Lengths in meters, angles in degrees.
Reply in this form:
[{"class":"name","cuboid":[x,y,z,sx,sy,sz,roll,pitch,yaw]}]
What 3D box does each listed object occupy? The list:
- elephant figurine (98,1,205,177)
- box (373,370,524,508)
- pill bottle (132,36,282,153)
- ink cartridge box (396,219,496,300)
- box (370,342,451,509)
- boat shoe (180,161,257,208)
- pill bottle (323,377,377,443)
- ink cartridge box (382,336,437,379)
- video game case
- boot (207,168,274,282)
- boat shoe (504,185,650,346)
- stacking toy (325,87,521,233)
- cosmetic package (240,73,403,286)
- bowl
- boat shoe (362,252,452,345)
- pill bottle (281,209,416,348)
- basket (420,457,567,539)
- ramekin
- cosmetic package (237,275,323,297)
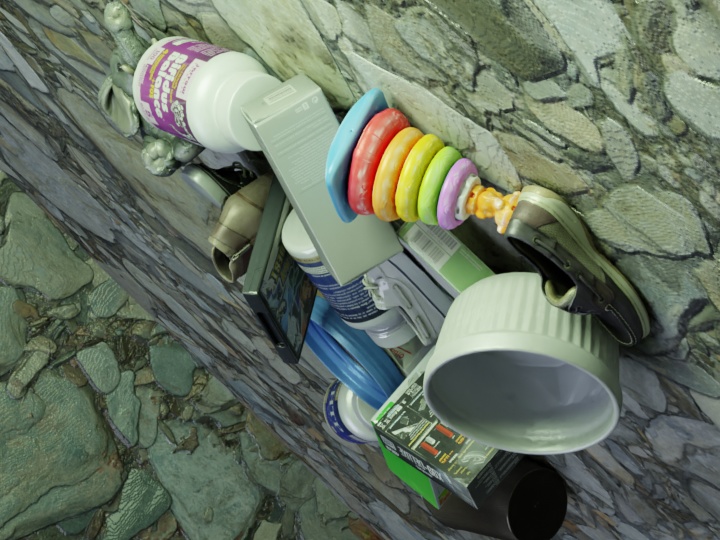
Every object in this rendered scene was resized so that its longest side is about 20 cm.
[{"class":"elephant figurine","cuboid":[-0.257,-0.227,1.796,0.155,0.142,0.201,-34,98,32]},{"class":"box","cuboid":[0.136,0.153,1.670,0.157,0.200,0.050,27,156,41]},{"class":"pill bottle","cuboid":[-0.165,-0.194,1.634,0.199,0.112,0.113,23,157,50]},{"class":"ink cartridge box","cuboid":[0.101,-0.004,1.622,0.145,0.048,0.200,43,-179,0]},{"class":"box","cuboid":[0.111,0.184,1.866,0.096,0.177,0.200,37,164,22]},{"class":"boat shoe","cuboid":[-0.169,-0.110,1.909,0.070,0.064,0.200,33,178,25]},{"class":"pill bottle","cuboid":[0.015,0.210,2.298,0.120,0.120,0.200,42,165,-3]},{"class":"ink cartridge box","cuboid":[0.081,0.135,2.017,0.200,0.067,0.117,50,165,-31]},{"class":"video game case","cuboid":[-0.086,-0.015,1.798,0.025,0.202,0.181,4,151,17]},{"class":"boot","cuboid":[-0.128,-0.044,1.898,0.070,0.147,0.201,30,162,32]},{"class":"boat shoe","cuboid":[0.198,0.008,1.361,0.200,0.065,0.072,50,162,-29]},{"class":"stacking toy","cuboid":[0.074,-0.083,1.402,0.198,0.117,0.110,21,162,21]},{"class":"cosmetic package","cuboid":[-0.040,-0.096,1.530,0.202,0.089,0.107,64,175,-18]},{"class":"bowl","cuboid":[-0.014,0.114,1.998,0.200,0.039,0.201,42,166,13]},{"class":"boat shoe","cuboid":[0.036,0.014,1.679,0.200,0.066,0.072,44,178,-38]},{"class":"pill bottle","cuboid":[0.000,0.000,1.759,0.111,0.111,0.200,22,155,52]},{"class":"basket","cuboid":[0.200,0.327,2.144,0.199,0.136,0.181,11,141,57]},{"class":"ramekin","cuboid":[0.168,0.090,1.468,0.198,0.106,0.201,10,146,7]},{"class":"cosmetic package","cuboid":[-0.110,0.019,2.176,0.199,0.071,0.105,38,164,15]}]
